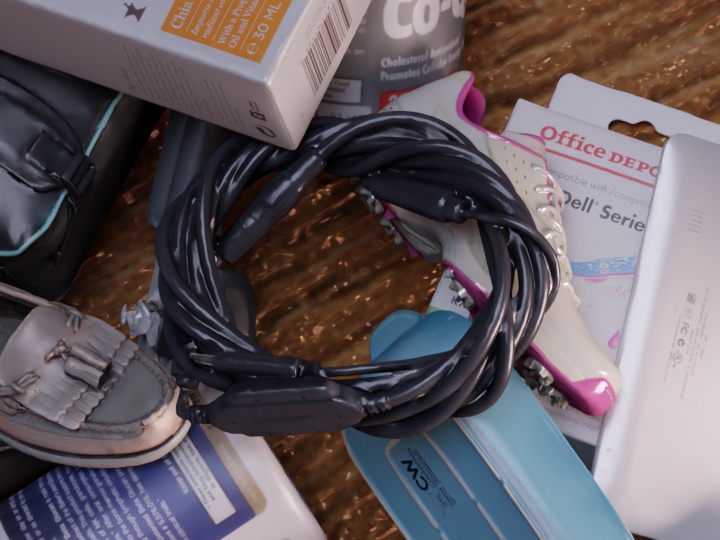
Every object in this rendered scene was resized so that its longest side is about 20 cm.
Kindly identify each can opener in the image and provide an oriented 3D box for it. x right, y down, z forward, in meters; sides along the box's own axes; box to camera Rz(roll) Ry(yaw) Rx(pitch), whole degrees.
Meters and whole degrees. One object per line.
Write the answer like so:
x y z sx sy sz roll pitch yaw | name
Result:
-0.081 -0.031 1.560 0.066 0.053 0.201 4 105 -25 | can opener

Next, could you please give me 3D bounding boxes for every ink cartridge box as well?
0.114 -0.009 1.540 0.117 0.067 0.201 19 76 16 | ink cartridge box

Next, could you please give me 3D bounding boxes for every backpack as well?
-0.212 -0.090 1.577 0.199 0.153 0.176 24 76 7 | backpack

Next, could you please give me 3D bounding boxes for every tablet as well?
0.189 0.043 1.496 0.130 0.014 0.201 17 80 -19 | tablet

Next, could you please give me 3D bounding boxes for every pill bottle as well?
-0.127 0.147 1.506 0.200 0.111 0.111 -33 69 -3 | pill bottle
0.001 -0.175 1.536 0.113 0.201 0.114 2 30 -1 | pill bottle

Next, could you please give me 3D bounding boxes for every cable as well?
0.000 0.000 1.437 0.199 0.051 0.164 -7 64 17 | cable

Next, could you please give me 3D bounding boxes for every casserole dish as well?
0.059 0.112 1.470 0.039 0.121 0.200 -30 82 -39 | casserole dish

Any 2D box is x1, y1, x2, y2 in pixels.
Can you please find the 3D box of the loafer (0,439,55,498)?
-0.213 0.105 1.563 0.199 0.073 0.072 -12 80 11 | loafer

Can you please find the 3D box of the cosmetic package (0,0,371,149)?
-0.104 -0.144 1.464 0.199 0.071 0.102 19 70 19 | cosmetic package

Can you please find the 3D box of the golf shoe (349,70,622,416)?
0.073 -0.018 1.478 0.091 0.075 0.200 -38 69 -6 | golf shoe

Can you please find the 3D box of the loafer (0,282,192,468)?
-0.173 0.041 1.493 0.199 0.063 0.072 19 57 35 | loafer
